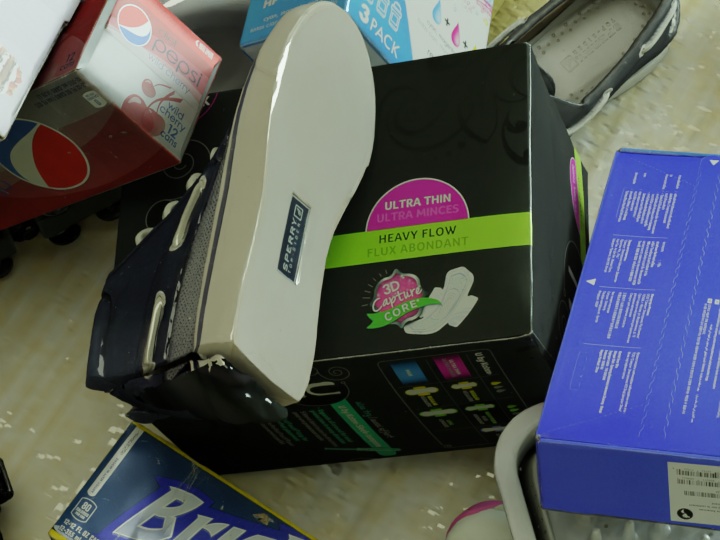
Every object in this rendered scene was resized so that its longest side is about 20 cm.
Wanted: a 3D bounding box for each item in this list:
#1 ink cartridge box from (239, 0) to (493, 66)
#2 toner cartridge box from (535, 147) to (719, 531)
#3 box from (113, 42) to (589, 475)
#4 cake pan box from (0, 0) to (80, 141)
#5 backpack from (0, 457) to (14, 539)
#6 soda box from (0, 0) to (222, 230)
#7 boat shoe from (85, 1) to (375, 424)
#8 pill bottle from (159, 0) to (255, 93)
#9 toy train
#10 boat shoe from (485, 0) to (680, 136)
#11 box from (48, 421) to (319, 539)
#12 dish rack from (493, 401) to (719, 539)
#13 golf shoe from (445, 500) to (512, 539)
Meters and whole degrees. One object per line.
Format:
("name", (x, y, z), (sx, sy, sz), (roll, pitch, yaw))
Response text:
("ink cartridge box", (0.014, -0.165, 0.991), (0.068, 0.115, 0.201), (-14, 49, 32))
("toner cartridge box", (0.141, 0.024, 0.832), (0.094, 0.043, 0.200), (6, 41, 16))
("box", (0.000, 0.000, 0.895), (0.199, 0.124, 0.149), (-8, 62, 18))
("cake pan box", (-0.198, -0.121, 0.880), (0.183, 0.052, 0.201), (-12, 43, 38))
("backpack", (-0.248, 0.130, 0.823), (0.150, 0.200, 0.178), (-27, 65, 10))
("soda box", (-0.160, -0.069, 0.895), (0.199, 0.070, 0.064), (-15, 45, 42))
("boat shoe", (-0.059, -0.025, 0.818), (0.092, 0.075, 0.201), (-11, 49, 34))
("pill bottle", (-0.120, -0.183, 1.020), (0.119, 0.120, 0.201), (-19, 64, -8))
("toy train", (-0.204, -0.015, 0.988), (0.199, 0.034, 0.046), (-27, 55, -11))
("boat shoe", (0.092, -0.094, 1.001), (0.200, 0.060, 0.074), (-37, 73, -15))
("box", (-0.042, 0.156, 0.878), (0.199, 0.064, 0.070), (31, 68, 15))
("dish rack", (0.167, 0.123, 0.816), (0.199, 0.044, 0.172), (-12, 60, -5))
("golf shoe", (0.101, 0.182, 0.839), (0.200, 0.076, 0.091), (43, 36, 21))
